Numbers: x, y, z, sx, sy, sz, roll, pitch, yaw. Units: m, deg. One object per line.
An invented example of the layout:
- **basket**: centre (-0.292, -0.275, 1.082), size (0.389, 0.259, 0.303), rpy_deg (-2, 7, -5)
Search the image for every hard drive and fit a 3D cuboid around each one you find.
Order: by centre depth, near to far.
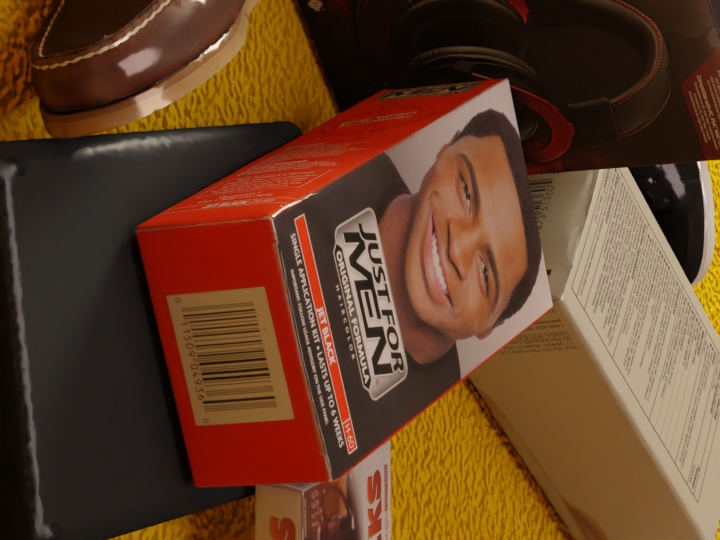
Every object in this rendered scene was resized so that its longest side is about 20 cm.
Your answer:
- **hard drive**: centre (-0.076, 0.020, 0.967), size (0.200, 0.033, 0.140), rpy_deg (-10, 96, -61)

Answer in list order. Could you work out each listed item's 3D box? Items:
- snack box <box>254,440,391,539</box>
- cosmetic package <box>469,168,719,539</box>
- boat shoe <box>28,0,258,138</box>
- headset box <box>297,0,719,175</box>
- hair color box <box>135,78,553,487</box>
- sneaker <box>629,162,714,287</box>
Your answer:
- **snack box**: centre (-0.014, 0.168, 1.040), size (0.072, 0.024, 0.200), rpy_deg (-26, 119, -59)
- **cosmetic package**: centre (0.110, 0.038, 1.256), size (0.200, 0.071, 0.105), rpy_deg (58, 39, -40)
- **boat shoe**: centre (-0.069, -0.115, 0.962), size (0.200, 0.070, 0.070), rpy_deg (-59, 137, -57)
- **headset box**: centre (0.079, -0.119, 1.090), size (0.075, 0.200, 0.149), rpy_deg (-58, 136, -46)
- **hair color box**: centre (0.000, 0.000, 1.010), size (0.200, 0.061, 0.102), rpy_deg (-35, 116, -58)
- **sneaker**: centre (0.099, -0.069, 1.261), size (0.112, 0.073, 0.200), rpy_deg (-31, 105, -54)
